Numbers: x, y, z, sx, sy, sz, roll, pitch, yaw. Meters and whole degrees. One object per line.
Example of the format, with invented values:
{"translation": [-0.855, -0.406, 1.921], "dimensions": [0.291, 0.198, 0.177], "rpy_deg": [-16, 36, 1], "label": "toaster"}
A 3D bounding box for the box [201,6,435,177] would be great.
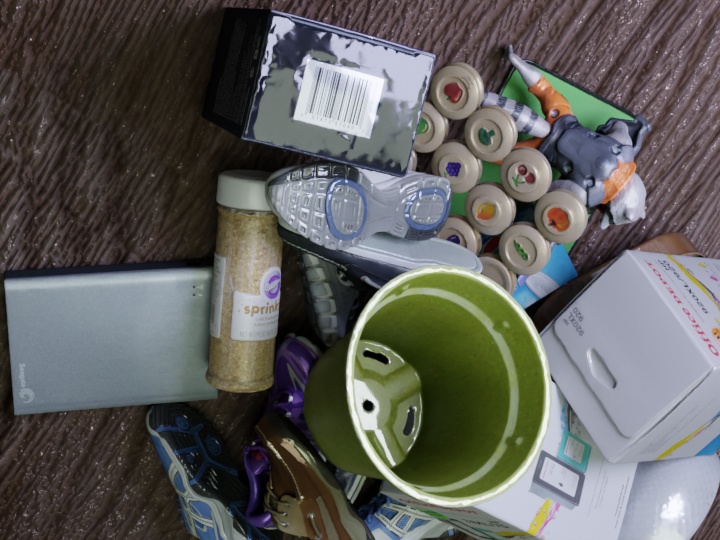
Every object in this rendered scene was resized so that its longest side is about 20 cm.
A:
{"translation": [-0.043, -0.156, 1.108], "dimensions": [0.146, 0.200, 0.106], "rpy_deg": [11, 98, -20], "label": "box"}

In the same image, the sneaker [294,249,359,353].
{"translation": [0.000, 0.000, 1.259], "dimensions": [0.114, 0.075, 0.202], "rpy_deg": [-16, 114, -10], "label": "sneaker"}

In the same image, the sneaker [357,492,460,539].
{"translation": [0.034, 0.253, 1.370], "dimensions": [0.198, 0.076, 0.078], "rpy_deg": [-22, 110, -16], "label": "sneaker"}

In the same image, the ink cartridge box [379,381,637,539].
{"translation": [0.151, 0.191, 1.292], "dimensions": [0.199, 0.146, 0.148], "rpy_deg": [30, 70, -32], "label": "ink cartridge box"}

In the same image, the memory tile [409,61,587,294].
{"translation": [0.104, -0.077, 1.207], "dimensions": [0.201, 0.017, 0.153], "rpy_deg": [50, 125, 3], "label": "memory tile"}

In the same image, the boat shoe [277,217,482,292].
{"translation": [0.012, -0.006, 1.192], "dimensions": [0.198, 0.076, 0.061], "rpy_deg": [18, 116, -8], "label": "boat shoe"}

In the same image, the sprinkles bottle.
{"translation": [-0.107, 0.009, 1.215], "dimensions": [0.067, 0.068, 0.203], "rpy_deg": [2, 103, -15], "label": "sprinkles bottle"}

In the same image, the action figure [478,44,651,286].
{"translation": [0.176, -0.091, 1.212], "dimensions": [0.192, 0.105, 0.201], "rpy_deg": [31, 86, 14], "label": "action figure"}

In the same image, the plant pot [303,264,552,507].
{"translation": [0.039, 0.112, 1.162], "dimensions": [0.198, 0.184, 0.203], "rpy_deg": [6, 77, -25], "label": "plant pot"}

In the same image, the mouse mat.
{"translation": [0.176, -0.094, 1.303], "dimensions": [0.159, 0.008, 0.202], "rpy_deg": [23, 104, -21], "label": "mouse mat"}

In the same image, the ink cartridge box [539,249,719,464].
{"translation": [0.299, 0.083, 1.257], "dimensions": [0.199, 0.148, 0.145], "rpy_deg": [4, 135, -48], "label": "ink cartridge box"}

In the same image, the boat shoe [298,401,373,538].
{"translation": [-0.019, 0.185, 1.332], "dimensions": [0.062, 0.075, 0.201], "rpy_deg": [29, 97, -18], "label": "boat shoe"}

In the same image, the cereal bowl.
{"translation": [0.281, 0.238, 1.369], "dimensions": [0.083, 0.200, 0.200], "rpy_deg": [42, 97, -8], "label": "cereal bowl"}

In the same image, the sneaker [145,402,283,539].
{"translation": [-0.162, 0.222, 1.306], "dimensions": [0.076, 0.076, 0.201], "rpy_deg": [-24, 104, 30], "label": "sneaker"}

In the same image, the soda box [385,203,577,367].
{"translation": [0.111, 0.020, 1.296], "dimensions": [0.199, 0.064, 0.068], "rpy_deg": [-31, 116, 1], "label": "soda box"}

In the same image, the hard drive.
{"translation": [-0.237, 0.063, 1.244], "dimensions": [0.197, 0.033, 0.141], "rpy_deg": [-3, 113, -13], "label": "hard drive"}

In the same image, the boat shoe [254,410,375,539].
{"translation": [-0.053, 0.220, 1.230], "dimensions": [0.073, 0.076, 0.201], "rpy_deg": [-35, 127, -8], "label": "boat shoe"}

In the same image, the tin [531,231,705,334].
{"translation": [0.261, 0.028, 1.324], "dimensions": [0.198, 0.042, 0.112], "rpy_deg": [-27, 155, -11], "label": "tin"}

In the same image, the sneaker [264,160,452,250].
{"translation": [-0.011, -0.064, 1.156], "dimensions": [0.198, 0.087, 0.075], "rpy_deg": [4, 106, -43], "label": "sneaker"}

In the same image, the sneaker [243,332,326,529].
{"translation": [-0.073, 0.163, 1.268], "dimensions": [0.083, 0.080, 0.203], "rpy_deg": [-8, 109, -46], "label": "sneaker"}
